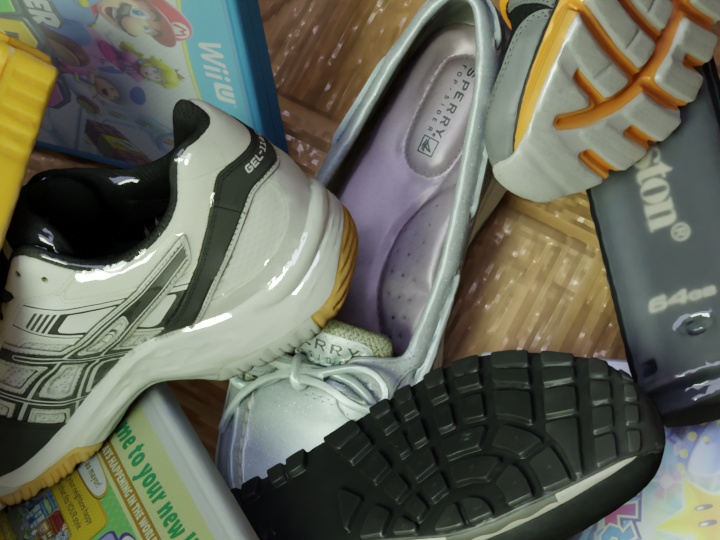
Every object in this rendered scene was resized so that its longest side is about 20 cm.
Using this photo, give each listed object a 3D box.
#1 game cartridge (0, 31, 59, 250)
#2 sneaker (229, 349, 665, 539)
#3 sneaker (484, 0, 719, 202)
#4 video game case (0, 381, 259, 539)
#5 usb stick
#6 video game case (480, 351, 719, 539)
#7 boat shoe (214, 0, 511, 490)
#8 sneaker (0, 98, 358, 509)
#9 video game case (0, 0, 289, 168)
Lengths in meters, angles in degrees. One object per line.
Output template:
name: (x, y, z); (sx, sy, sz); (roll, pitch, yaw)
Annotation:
game cartridge: (-0.166, 0.030, 0.738); (0.032, 0.176, 0.202); (23, 69, -21)
sneaker: (0.017, 0.097, 0.722); (0.199, 0.088, 0.076); (-25, 34, 19)
sneaker: (0.080, -0.117, 0.745); (0.077, 0.078, 0.201); (12, 72, 35)
video game case: (-0.117, 0.122, 0.722); (0.182, 0.022, 0.200); (-41, 31, 0)
usb stick: (0.100, -0.045, 0.764); (0.055, 0.033, 0.202); (-13, 66, 5)
video game case: (0.130, 0.104, 0.733); (0.198, 0.018, 0.145); (3, 76, 14)
boat shoe: (0.002, 0.000, 0.765); (0.074, 0.065, 0.203); (26, 86, 19)
sneaker: (-0.100, 0.009, 0.738); (0.199, 0.088, 0.076); (-31, 34, 20)
video game case: (-0.126, -0.092, 0.782); (0.198, 0.144, 0.018); (14, 57, 16)
